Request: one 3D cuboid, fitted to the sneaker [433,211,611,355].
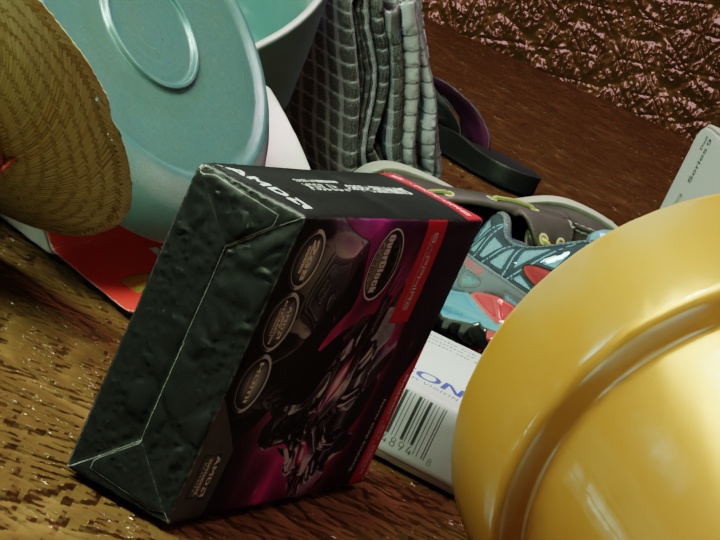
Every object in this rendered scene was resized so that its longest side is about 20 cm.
[{"bbox_3d":[0.123,0.021,1.407,0.200,0.096,0.079,19,-23,28],"label":"sneaker"}]

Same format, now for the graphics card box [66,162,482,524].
[{"bbox_3d":[-0.027,0.024,1.119,0.051,0.126,0.200,29,10,19],"label":"graphics card box"}]

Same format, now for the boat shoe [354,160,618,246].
[{"bbox_3d":[0.085,-0.011,1.765,0.201,0.072,0.061,13,17,-22],"label":"boat shoe"}]

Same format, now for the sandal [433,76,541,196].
[{"bbox_3d":[0.074,-0.122,2.378,0.200,0.048,0.075,32,12,35],"label":"sandal"}]

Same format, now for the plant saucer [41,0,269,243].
[{"bbox_3d":[-0.105,-0.108,1.354,0.200,0.027,0.200,37,38,-36],"label":"plant saucer"}]

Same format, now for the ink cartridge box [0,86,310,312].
[{"bbox_3d":[-0.098,-0.051,1.421,0.161,0.050,0.200,-11,29,-35],"label":"ink cartridge box"}]

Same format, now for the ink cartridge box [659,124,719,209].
[{"bbox_3d":[0.288,0.013,1.903,0.200,0.146,0.084,21,11,-16],"label":"ink cartridge box"}]

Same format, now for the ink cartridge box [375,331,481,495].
[{"bbox_3d":[0.082,0.079,1.352,0.196,0.043,0.200,26,11,10],"label":"ink cartridge box"}]

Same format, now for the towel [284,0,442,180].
[{"bbox_3d":[-0.031,-0.135,1.798,0.085,0.200,0.166,-29,43,-27],"label":"towel"}]

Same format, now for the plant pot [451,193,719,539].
[{"bbox_3d":[0.150,0.103,1.003,0.200,0.200,0.183,20,26,-26],"label":"plant pot"}]

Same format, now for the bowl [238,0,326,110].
[{"bbox_3d":[-0.111,-0.134,1.680,0.200,0.105,0.201,-2,40,2],"label":"bowl"}]

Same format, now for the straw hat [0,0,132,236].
[{"bbox_3d":[-0.194,-0.057,1.208,0.201,0.085,0.201,28,-29,17],"label":"straw hat"}]
